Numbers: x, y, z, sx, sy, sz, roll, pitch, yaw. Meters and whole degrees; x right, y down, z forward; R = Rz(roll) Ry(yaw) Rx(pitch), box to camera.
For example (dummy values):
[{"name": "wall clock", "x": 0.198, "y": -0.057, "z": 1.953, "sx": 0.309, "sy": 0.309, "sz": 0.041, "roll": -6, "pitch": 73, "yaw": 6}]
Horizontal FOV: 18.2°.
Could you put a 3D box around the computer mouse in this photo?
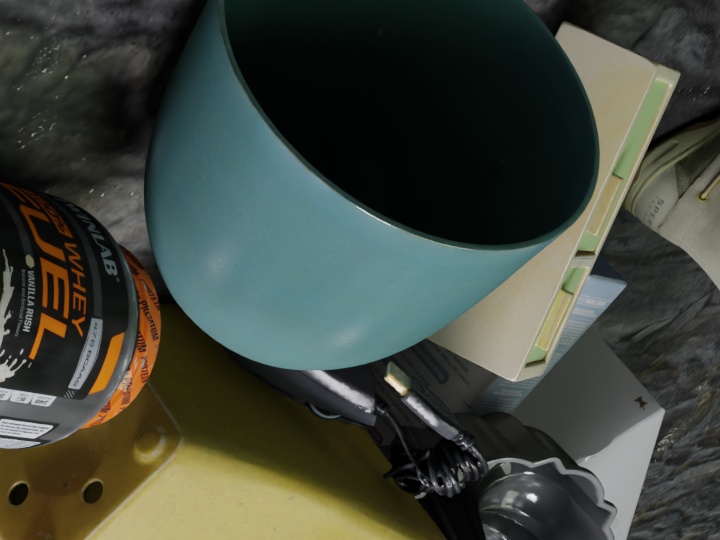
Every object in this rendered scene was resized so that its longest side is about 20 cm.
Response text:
[{"name": "computer mouse", "x": -0.019, "y": 0.055, "z": 1.185, "sx": 0.046, "sy": 0.200, "sz": 0.140, "roll": -44, "pitch": -170, "yaw": -16}]

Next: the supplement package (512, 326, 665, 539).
[{"name": "supplement package", "x": 0.126, "y": 0.137, "z": 1.631, "sx": 0.121, "sy": 0.120, "sz": 0.200, "roll": -28, "pitch": 152, "yaw": -21}]

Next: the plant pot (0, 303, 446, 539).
[{"name": "plant pot", "x": -0.106, "y": 0.134, "z": 1.242, "sx": 0.196, "sy": 0.194, "sz": 0.200, "roll": -44, "pitch": 138, "yaw": 6}]

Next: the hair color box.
[{"name": "hair color box", "x": 0.061, "y": 0.045, "z": 1.420, "sx": 0.200, "sy": 0.099, "sz": 0.061, "roll": -49, "pitch": 154, "yaw": 16}]

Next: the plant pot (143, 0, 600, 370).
[{"name": "plant pot", "x": -0.011, "y": -0.046, "z": 1.080, "sx": 0.200, "sy": 0.201, "sz": 0.161, "roll": -16, "pitch": 155, "yaw": -42}]

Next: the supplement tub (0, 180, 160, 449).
[{"name": "supplement tub", "x": -0.183, "y": 0.016, "z": 1.013, "sx": 0.123, "sy": 0.123, "sz": 0.200, "roll": -48, "pitch": 154, "yaw": 14}]

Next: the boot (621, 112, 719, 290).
[{"name": "boot", "x": 0.295, "y": -0.048, "z": 1.530, "sx": 0.200, "sy": 0.155, "sz": 0.072, "roll": -29, "pitch": 152, "yaw": -23}]

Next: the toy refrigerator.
[{"name": "toy refrigerator", "x": 0.115, "y": -0.038, "z": 1.314, "sx": 0.200, "sy": 0.070, "sz": 0.076, "roll": -66, "pitch": 164, "yaw": 8}]

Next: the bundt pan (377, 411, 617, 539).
[{"name": "bundt pan", "x": 0.053, "y": 0.166, "z": 1.386, "sx": 0.202, "sy": 0.076, "sz": 0.202, "roll": -14, "pitch": 132, "yaw": -16}]
